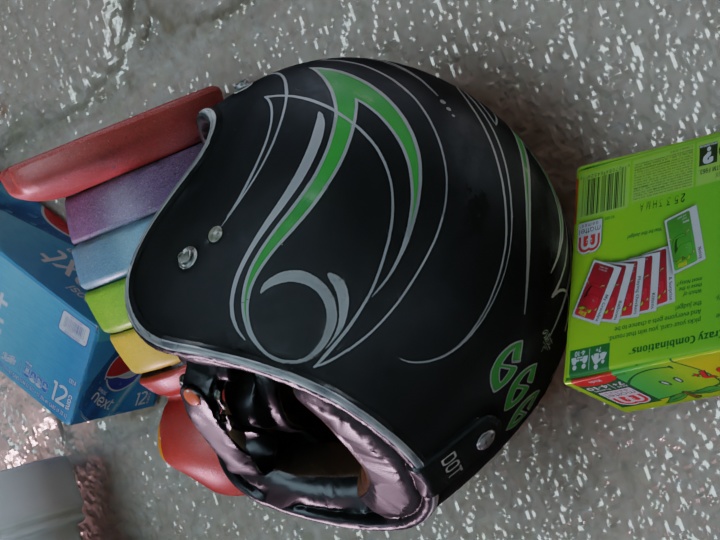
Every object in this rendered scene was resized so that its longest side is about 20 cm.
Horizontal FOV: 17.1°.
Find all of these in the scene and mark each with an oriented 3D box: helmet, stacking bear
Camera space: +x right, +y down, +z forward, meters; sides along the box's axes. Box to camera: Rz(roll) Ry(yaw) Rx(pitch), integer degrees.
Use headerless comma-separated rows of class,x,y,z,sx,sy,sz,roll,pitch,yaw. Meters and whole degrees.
helmet,0.000,0.000,1.084,0.199,0.191,0.200,21,153,11
stacking bear,-0.086,0.019,1.218,0.113,0.121,0.201,-21,95,9

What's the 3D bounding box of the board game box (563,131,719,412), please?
board game box,0.178,-0.010,0.994,0.199,0.047,0.102,-14,62,42

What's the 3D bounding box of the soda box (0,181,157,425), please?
soda box,-0.194,0.004,1.333,0.200,0.068,0.065,35,118,31

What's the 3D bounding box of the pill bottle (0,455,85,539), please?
pill bottle,-0.174,0.211,1.322,0.114,0.114,0.201,-24,82,41
